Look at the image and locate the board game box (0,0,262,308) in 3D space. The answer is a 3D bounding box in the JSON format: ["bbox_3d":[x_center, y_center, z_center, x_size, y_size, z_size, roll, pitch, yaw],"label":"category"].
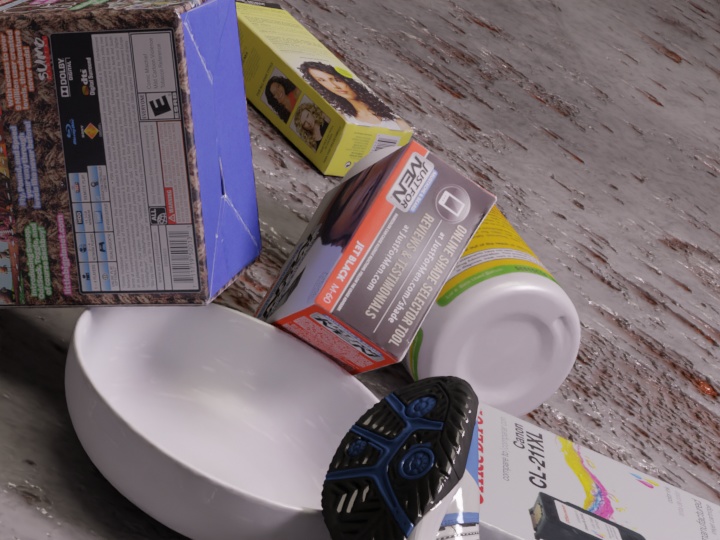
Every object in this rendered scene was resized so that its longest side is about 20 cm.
[{"bbox_3d":[-0.168,-0.069,1.316,0.198,0.161,0.097,0,15,16],"label":"board game box"}]

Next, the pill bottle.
[{"bbox_3d":[0.055,0.003,1.576,0.110,0.112,0.200,12,26,-32],"label":"pill bottle"}]

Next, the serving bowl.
[{"bbox_3d":[-0.073,0.094,1.291,0.199,0.066,0.200,22,22,-10],"label":"serving bowl"}]

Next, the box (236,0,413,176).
[{"bbox_3d":[-0.047,-0.144,1.871,0.075,0.050,0.200,4,31,-44],"label":"box"}]

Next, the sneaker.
[{"bbox_3d":[0.023,0.144,1.198,0.077,0.075,0.201,51,44,-42],"label":"sneaker"}]

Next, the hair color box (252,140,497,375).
[{"bbox_3d":[0.000,0.000,1.392,0.064,0.111,0.200,34,-14,-10],"label":"hair color box"}]

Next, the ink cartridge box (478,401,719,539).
[{"bbox_3d":[0.115,0.164,1.325,0.199,0.083,0.146,24,23,-8],"label":"ink cartridge box"}]
